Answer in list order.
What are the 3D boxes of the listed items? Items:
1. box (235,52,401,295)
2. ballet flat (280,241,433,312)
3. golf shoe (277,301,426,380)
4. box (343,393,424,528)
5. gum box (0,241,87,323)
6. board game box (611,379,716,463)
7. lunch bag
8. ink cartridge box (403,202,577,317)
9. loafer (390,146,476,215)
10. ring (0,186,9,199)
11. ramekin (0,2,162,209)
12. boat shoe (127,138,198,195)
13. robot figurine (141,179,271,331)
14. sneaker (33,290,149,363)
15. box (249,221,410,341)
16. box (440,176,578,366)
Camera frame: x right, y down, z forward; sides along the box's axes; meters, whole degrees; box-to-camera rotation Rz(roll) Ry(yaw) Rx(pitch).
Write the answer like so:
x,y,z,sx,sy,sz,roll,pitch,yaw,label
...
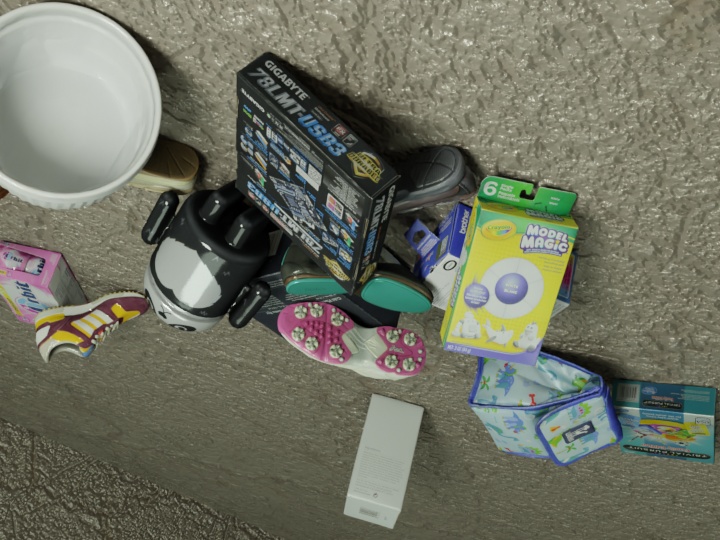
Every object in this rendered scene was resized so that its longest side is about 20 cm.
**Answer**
x,y,z,sx,sy,sz,roll,pitch,yaw,label
-0.054,-0.096,0.943,0.200,0.049,0.200,43,155,16,box
0.000,0.000,1.056,0.196,0.070,0.068,11,150,-24,ballet flat
-0.017,0.101,1.146,0.196,0.077,0.092,19,156,-5,golf shoe
0.044,0.365,1.692,0.104,0.204,0.153,14,154,4,box
-0.559,0.029,1.537,0.111,0.067,0.201,12,152,4,gum box
0.480,0.240,1.393,0.148,0.048,0.201,3,150,24,board game box
0.282,0.205,1.326,0.196,0.130,0.171,0,147,28,lunch bag
0.147,-0.001,1.091,0.196,0.078,0.137,20,152,-11,ink cartridge box
0.038,-0.086,1.001,0.196,0.073,0.063,-8,149,34,loafer
-0.411,-0.173,0.933,0.019,0.205,0.202,-4,150,9,ring
-0.310,-0.160,0.918,0.197,0.204,0.105,23,163,-16,ramekin
-0.297,-0.138,1.085,0.195,0.074,0.065,14,153,-10,boat shoe
-0.189,-0.015,1.090,0.123,0.152,0.201,10,132,-39,robot figurine
-0.455,0.101,1.520,0.195,0.092,0.075,-15,156,-12,sneaker
-0.067,0.012,1.199,0.197,0.106,0.181,-11,141,42,box
0.168,0.002,0.993,0.114,0.049,0.204,10,112,-5,box
